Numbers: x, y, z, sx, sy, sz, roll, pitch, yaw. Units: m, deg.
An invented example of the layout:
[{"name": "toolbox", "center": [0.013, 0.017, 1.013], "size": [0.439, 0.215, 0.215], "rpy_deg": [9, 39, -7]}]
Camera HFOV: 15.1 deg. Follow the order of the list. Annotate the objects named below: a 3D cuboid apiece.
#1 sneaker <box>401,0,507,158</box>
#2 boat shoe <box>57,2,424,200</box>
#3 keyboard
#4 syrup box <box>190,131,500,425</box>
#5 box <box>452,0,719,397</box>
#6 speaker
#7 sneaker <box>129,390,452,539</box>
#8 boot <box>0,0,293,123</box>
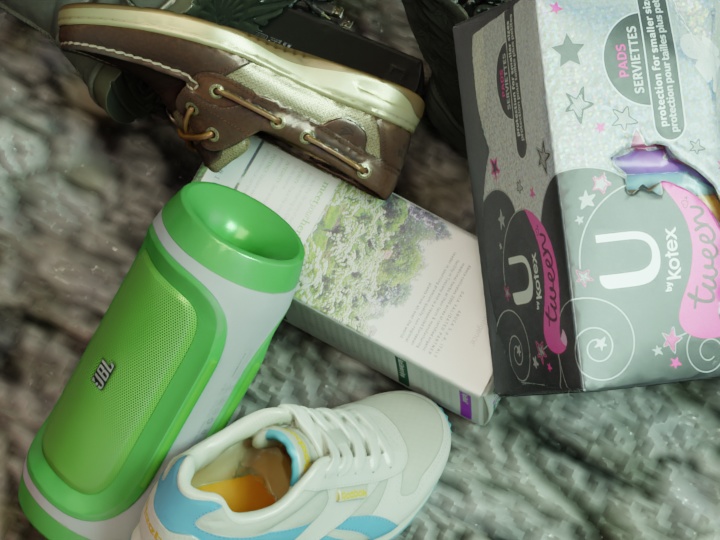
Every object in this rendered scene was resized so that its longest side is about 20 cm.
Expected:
[{"name": "sneaker", "center": [0.096, -0.089, 1.480], "size": [0.200, 0.104, 0.060], "rpy_deg": [41, 57, 13]}, {"name": "boat shoe", "center": [-0.069, -0.087, 1.425], "size": [0.199, 0.072, 0.072], "rpy_deg": [17, 88, -10]}, {"name": "keyboard", "center": [-0.052, -0.120, 1.528], "size": [0.199, 0.040, 0.104], "rpy_deg": [25, 66, 21]}, {"name": "syrup box", "center": [0.000, 0.000, 1.478], "size": [0.199, 0.081, 0.079], "rpy_deg": [28, 78, 8]}, {"name": "box", "center": [0.127, -0.040, 1.376], "size": [0.114, 0.132, 0.202], "rpy_deg": [-7, 88, -17]}, {"name": "speaker", "center": [-0.106, 0.055, 1.425], "size": [0.088, 0.088, 0.201], "rpy_deg": [35, 113, 10]}, {"name": "sneaker", "center": [-0.025, 0.107, 1.422], "size": [0.199, 0.081, 0.077], "rpy_deg": [-22, 62, -36]}, {"name": "boot", "center": [-0.141, -0.196, 1.528], "size": [0.181, 0.073, 0.200], "rpy_deg": [-37, 57, -13]}]
